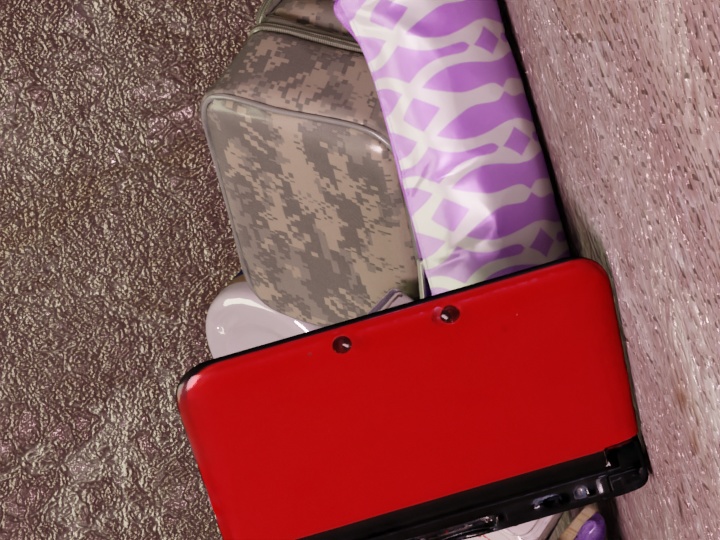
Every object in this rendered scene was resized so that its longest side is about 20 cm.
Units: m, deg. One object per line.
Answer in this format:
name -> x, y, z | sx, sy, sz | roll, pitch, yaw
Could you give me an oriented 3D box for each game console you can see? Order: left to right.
game console -> 0.024, 0.070, 1.007 | 0.172, 0.198, 0.120 | -118, 13, -87

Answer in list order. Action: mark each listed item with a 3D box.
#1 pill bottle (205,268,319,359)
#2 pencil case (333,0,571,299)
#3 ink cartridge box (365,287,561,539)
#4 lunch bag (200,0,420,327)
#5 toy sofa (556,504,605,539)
pill bottle -> 0.000, 0.000, 1.354 | 0.111, 0.200, 0.112 | 25, 140, 23
pencil case -> 0.046, -0.059, 1.051 | 0.084, 0.085, 0.202 | 27, -132, -89
ink cartridge box -> 0.044, 0.115, 1.206 | 0.145, 0.085, 0.200 | 34, 159, 10
lunch bag -> 0.011, -0.078, 1.213 | 0.168, 0.139, 0.201 | -57, -29, -32
toy sofa -> 0.128, 0.210, 1.230 | 0.083, 0.098, 0.200 | 42, 171, 13
